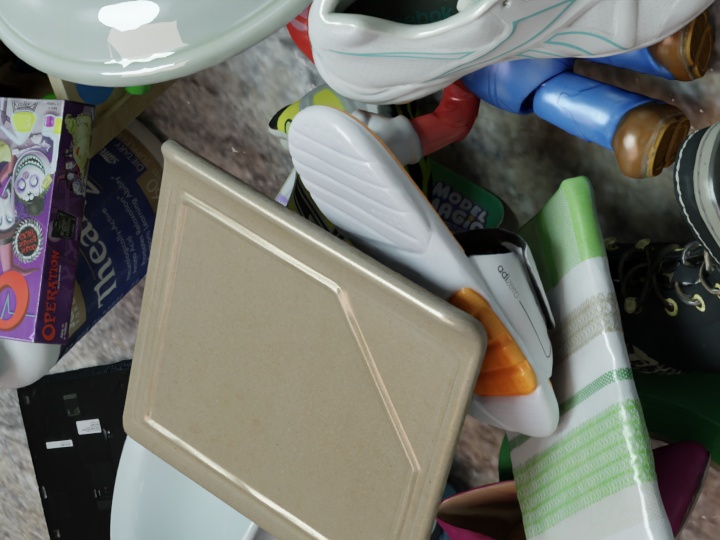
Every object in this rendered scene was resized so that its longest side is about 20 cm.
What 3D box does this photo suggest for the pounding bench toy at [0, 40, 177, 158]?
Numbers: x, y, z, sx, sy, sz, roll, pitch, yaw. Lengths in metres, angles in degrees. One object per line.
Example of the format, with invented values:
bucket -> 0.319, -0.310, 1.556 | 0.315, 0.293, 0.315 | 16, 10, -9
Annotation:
pounding bench toy -> -0.151, -0.137, 0.957 | 0.199, 0.124, 0.157 | 9, 131, 34

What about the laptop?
laptop -> -0.141, 0.158, 1.307 | 0.177, 0.103, 0.201 | -12, 91, 45

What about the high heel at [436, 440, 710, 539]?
high heel -> 0.105, 0.123, 0.943 | 0.096, 0.068, 0.200 | 30, 144, -1

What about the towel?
towel -> 0.106, 0.072, 0.864 | 0.149, 0.031, 0.201 | 132, 130, -67

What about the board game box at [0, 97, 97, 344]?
board game box -> -0.222, -0.031, 0.937 | 0.199, 0.032, 0.121 | 5, 92, 36

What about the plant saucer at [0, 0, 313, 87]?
plant saucer -> -0.090, -0.175, 0.809 | 0.199, 0.201, 0.050 | 16, 157, 29

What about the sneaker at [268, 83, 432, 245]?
sneaker -> 0.000, 0.000, 0.924 | 0.076, 0.201, 0.075 | -11, 162, 19

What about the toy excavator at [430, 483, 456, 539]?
toy excavator -> 0.070, 0.227, 1.130 | 0.100, 0.199, 0.196 | -26, 62, 50

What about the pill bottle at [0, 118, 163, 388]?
pill bottle -> -0.198, -0.003, 1.057 | 0.111, 0.200, 0.111 | 23, 138, 22

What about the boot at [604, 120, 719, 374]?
boot -> 0.156, 0.001, 0.824 | 0.153, 0.074, 0.203 | 0, 155, 43

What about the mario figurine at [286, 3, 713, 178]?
mario figurine -> 0.051, -0.103, 0.827 | 0.199, 0.124, 0.106 | 16, 147, 23

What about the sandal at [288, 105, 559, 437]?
sandal -> 0.045, -0.007, 0.830 | 0.079, 0.059, 0.207 | 8, 139, 49

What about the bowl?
bowl -> -0.063, 0.122, 1.099 | 0.090, 0.202, 0.201 | 23, 150, -29

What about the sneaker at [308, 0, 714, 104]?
sneaker -> 0.072, -0.120, 0.755 | 0.080, 0.199, 0.071 | 46, -155, -80

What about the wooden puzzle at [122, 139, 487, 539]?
wooden puzzle -> -0.030, 0.053, 0.871 | 0.185, 0.037, 0.201 | 31, 132, 24

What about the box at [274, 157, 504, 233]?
box -> -0.015, 0.025, 0.976 | 0.117, 0.201, 0.048 | 31, -179, 13

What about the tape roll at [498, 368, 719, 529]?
tape roll -> 0.173, 0.129, 0.987 | 0.200, 0.048, 0.201 | 22, 136, 23
